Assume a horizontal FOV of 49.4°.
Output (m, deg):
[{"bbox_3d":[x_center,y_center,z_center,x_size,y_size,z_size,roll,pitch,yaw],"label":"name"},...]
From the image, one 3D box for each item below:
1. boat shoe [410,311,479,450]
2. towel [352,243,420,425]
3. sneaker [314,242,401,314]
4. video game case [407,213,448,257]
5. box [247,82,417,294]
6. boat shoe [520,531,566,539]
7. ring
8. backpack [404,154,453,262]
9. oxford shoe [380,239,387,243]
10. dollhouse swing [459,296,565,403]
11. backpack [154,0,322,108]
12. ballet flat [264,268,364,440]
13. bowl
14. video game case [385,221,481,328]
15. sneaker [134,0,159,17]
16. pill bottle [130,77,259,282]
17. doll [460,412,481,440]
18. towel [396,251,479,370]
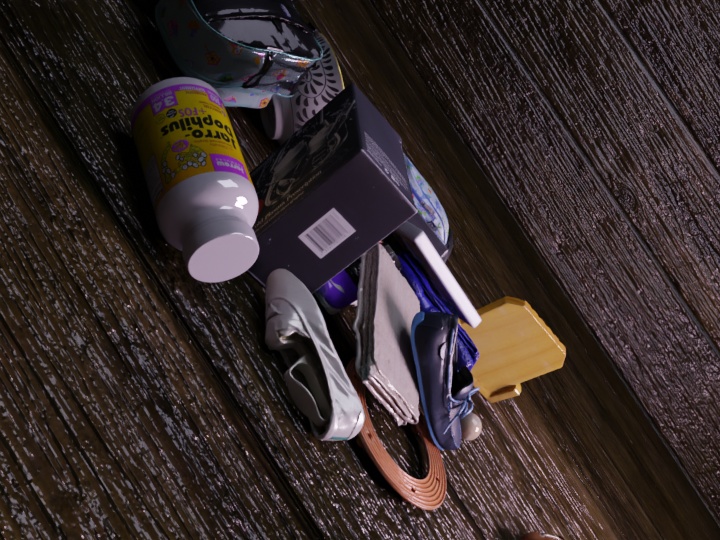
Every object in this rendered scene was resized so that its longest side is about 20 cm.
[{"bbox_3d":[0.110,0.146,0.978,0.085,0.067,0.203,-78,157,-54],"label":"boat shoe"},{"bbox_3d":[0.036,0.079,0.969,0.133,0.034,0.203,54,30,-41],"label":"towel"},{"bbox_3d":[0.000,0.000,1.045,0.070,0.099,0.199,56,18,12],"label":"sneaker"},{"bbox_3d":[0.038,-0.105,1.211,0.201,0.025,0.180,50,-7,-15],"label":"video game case"},{"bbox_3d":[-0.046,-0.092,0.936,0.104,0.199,0.184,43,22,-27],"label":"box"},{"bbox_3d":[0.289,0.414,1.112,0.199,0.075,0.075,37,22,-44],"label":"boat shoe"},{"bbox_3d":[0.040,0.196,0.949,0.201,0.019,0.202,48,19,-22],"label":"ring"},{"bbox_3d":[0.080,-0.106,1.386,0.198,0.154,0.164,36,19,-12],"label":"backpack"},{"bbox_3d":[-0.003,-0.039,1.165,0.075,0.070,0.200,57,7,21],"label":"oxford shoe"},{"bbox_3d":[0.228,0.093,1.336,0.200,0.175,0.183,44,22,-25],"label":"dollhouse swing"},{"bbox_3d":[-0.176,-0.318,1.047,0.198,0.153,0.178,-1,60,-52],"label":"backpack"},{"bbox_3d":[-0.062,0.087,0.825,0.203,0.069,0.069,62,20,15],"label":"ballet flat"},{"bbox_3d":[-0.098,-0.250,1.180,0.092,0.202,0.203,-11,58,-21],"label":"bowl"},{"bbox_3d":[0.089,-0.015,1.203,0.201,0.024,0.182,53,-9,-34],"label":"video game case"},{"bbox_3d":[-0.306,-0.433,1.063,0.200,0.073,0.087,47,17,-28],"label":"sneaker"},{"bbox_3d":[-0.164,-0.091,0.793,0.104,0.103,0.203,26,34,-54],"label":"pill bottle"},{"bbox_3d":[0.106,0.157,1.121,0.202,0.048,0.136,57,7,3],"label":"doll"},{"bbox_3d":[0.107,0.072,1.176,0.202,0.049,0.148,57,-6,15],"label":"towel"}]
